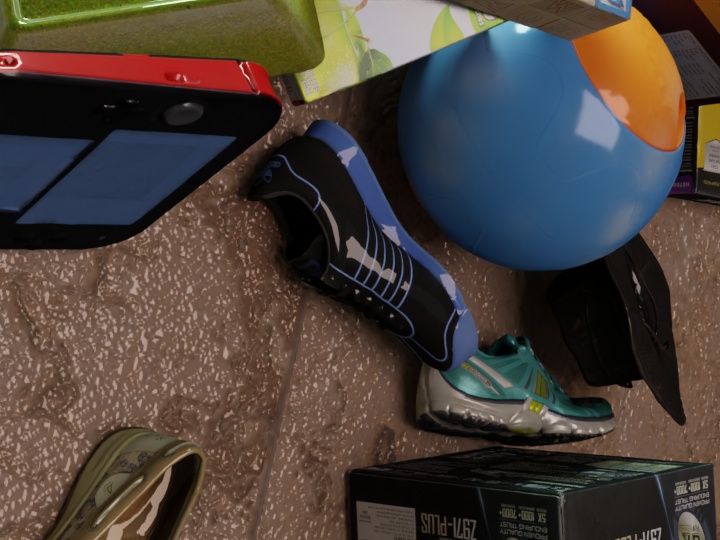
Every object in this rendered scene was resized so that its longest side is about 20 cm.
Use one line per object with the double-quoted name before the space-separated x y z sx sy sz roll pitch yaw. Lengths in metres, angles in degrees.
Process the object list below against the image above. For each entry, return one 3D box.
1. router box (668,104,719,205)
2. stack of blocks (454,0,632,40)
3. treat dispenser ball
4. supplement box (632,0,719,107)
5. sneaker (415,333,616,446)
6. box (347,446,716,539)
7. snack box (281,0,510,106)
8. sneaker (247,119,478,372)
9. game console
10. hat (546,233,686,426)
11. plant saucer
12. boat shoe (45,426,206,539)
"router box" 0.346 -0.133 1.245 0.199 0.051 0.151 4 88 -42
"stack of blocks" 0.068 -0.219 0.785 0.198 0.058 0.117 13 79 -30
"treat dispenser ball" 0.124 -0.101 0.947 0.199 0.200 0.204 1 89 -42
"supplement box" 0.244 -0.243 1.056 0.133 0.199 0.199 39 65 -34
"sneaker" 0.124 0.089 1.032 0.199 0.077 0.081 17 70 -41
"box" 0.115 0.176 0.934 0.163 0.199 0.087 -2 89 -42
"snack box" -0.011 -0.219 0.828 0.141 0.053 0.202 -23 99 -10
"sneaker" 0.000 0.000 0.921 0.078 0.070 0.201 -43 106 -28
"game console" -0.153 -0.054 0.702 0.176 0.199 0.031 -7 73 -42
"hat" 0.192 0.033 1.070 0.201 0.080 0.202 51 29 -42
"plant saucer" -0.130 -0.196 0.735 0.198 0.048 0.202 -11 83 -11
"boat shoe" -0.155 0.182 0.783 0.073 0.062 0.202 38 66 -36
